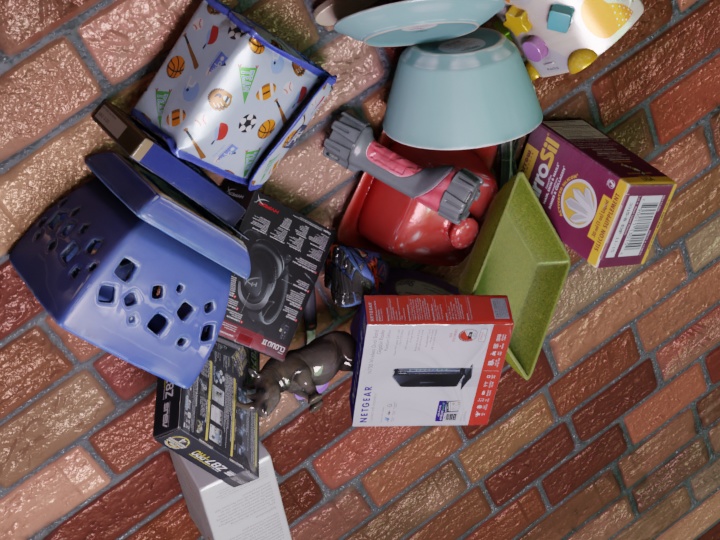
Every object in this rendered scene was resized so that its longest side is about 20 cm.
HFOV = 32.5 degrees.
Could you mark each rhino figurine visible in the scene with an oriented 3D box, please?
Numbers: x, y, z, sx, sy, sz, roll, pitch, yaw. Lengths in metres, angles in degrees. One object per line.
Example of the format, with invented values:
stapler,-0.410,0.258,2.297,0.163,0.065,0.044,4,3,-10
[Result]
rhino figurine,-0.076,0.138,1.598,0.199,0.088,0.060,-21,155,-29

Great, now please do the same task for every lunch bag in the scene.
lunch bag,-0.130,-0.192,1.424,0.170,0.124,0.200,-53,146,9

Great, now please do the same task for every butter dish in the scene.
butter dish,0.103,-0.080,1.628,0.199,0.148,0.200,10,115,-37

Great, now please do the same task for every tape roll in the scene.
tape roll,0.091,0.081,1.694,0.199,0.200,0.085,9,114,-37

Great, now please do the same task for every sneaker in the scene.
sneaker,0.000,0.000,1.584,0.078,0.200,0.076,0,102,-8

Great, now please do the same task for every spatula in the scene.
spatula,-0.070,0.091,1.719,0.056,0.021,0.201,-15,126,-22

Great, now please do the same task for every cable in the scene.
cable,0.211,-0.169,1.675,0.050,0.097,0.201,3,118,13

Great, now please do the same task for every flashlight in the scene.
flashlight,0.053,-0.132,1.532,0.068,0.199,0.068,-52,166,-27

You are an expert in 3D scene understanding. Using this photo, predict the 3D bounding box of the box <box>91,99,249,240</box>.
box,-0.209,-0.114,1.420,0.032,0.121,0.200,-50,133,1

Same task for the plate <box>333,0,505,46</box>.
plate,0.068,-0.282,1.417,0.199,0.200,0.026,-7,92,-29

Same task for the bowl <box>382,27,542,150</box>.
bowl,0.121,-0.232,1.511,0.200,0.201,0.106,-18,119,-22

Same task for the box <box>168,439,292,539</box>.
box,-0.182,0.299,1.699,0.106,0.152,0.201,-24,131,-17

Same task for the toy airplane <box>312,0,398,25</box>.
toy airplane,0.054,-0.365,1.427,0.199,0.142,0.199,-23,169,-29

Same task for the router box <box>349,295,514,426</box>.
router box,0.083,0.115,1.529,0.178,0.049,0.201,0,136,-7

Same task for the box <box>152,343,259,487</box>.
box,-0.190,0.152,1.567,0.049,0.201,0.161,-24,139,25

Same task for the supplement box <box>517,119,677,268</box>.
supplement box,0.317,-0.110,1.706,0.103,0.200,0.132,-4,123,-36

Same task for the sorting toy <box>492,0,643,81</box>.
sorting toy,0.206,-0.331,1.506,0.180,0.200,0.107,43,72,-21

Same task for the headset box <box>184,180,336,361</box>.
headset box,-0.137,0.011,1.544,0.148,0.077,0.201,25,86,-42

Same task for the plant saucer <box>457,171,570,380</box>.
plant saucer,0.195,0.007,1.611,0.200,0.048,0.201,53,52,-42

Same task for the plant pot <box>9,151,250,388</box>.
plant pot,-0.255,-0.011,1.417,0.200,0.200,0.180,31,94,-40
